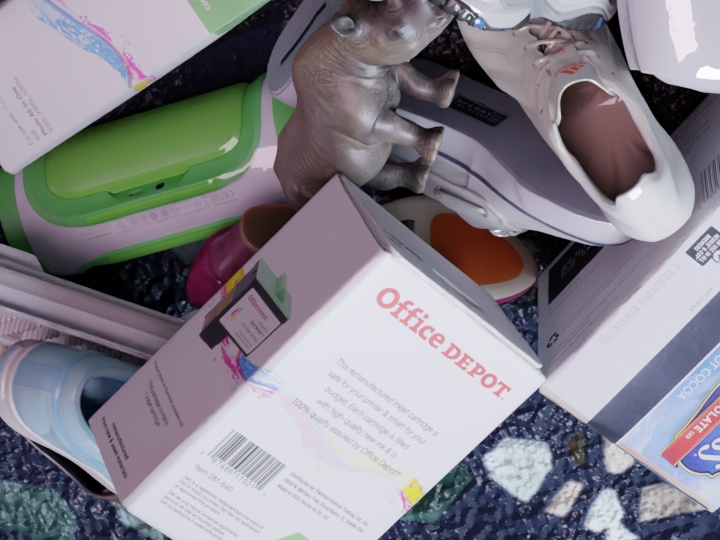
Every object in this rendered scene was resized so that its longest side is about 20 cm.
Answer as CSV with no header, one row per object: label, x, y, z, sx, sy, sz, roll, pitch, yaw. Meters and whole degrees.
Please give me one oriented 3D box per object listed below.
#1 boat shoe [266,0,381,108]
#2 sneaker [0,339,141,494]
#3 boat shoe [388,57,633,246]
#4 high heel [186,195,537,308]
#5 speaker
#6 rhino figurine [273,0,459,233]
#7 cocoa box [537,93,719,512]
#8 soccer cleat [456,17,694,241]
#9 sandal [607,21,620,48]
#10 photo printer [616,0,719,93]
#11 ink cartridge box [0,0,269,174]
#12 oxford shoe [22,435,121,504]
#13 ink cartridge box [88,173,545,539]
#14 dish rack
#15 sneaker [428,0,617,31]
boat shoe,0.022,-0.157,1.362,0.066,0.074,0.200,16,141,-26
sneaker,-0.117,0.099,1.445,0.082,0.199,0.074,12,81,47
boat shoe,0.081,-0.055,1.419,0.200,0.073,0.066,34,139,36
high heel,0.000,0.000,1.464,0.199,0.068,0.096,10,153,-23
speaker,-0.110,-0.056,1.480,0.199,0.089,0.089,-15,109,19
rhino figurine,0.004,-0.091,1.337,0.087,0.060,0.201,15,141,0
cocoa box,0.208,0.004,1.394,0.131,0.134,0.200,35,117,-14
soccer cleat,0.110,-0.101,1.327,0.069,0.078,0.200,-38,63,9
sandal,0.108,-0.132,1.417,0.076,0.043,0.201,-28,104,22
photo printer,0.230,-0.172,1.304,0.198,0.069,0.168,4,99,-14
ink cartridge box,-0.123,-0.152,1.408,0.199,0.145,0.088,-33,98,24
oxford shoe,-0.128,0.134,1.572,0.199,0.073,0.071,30,116,0
ink cartridge box,-0.023,0.069,1.364,0.200,0.084,0.145,-44,128,11
dish rack,-0.164,0.030,1.484,0.199,0.171,0.044,19,81,-18
sneaker,0.097,-0.171,1.289,0.076,0.200,0.077,34,113,16
